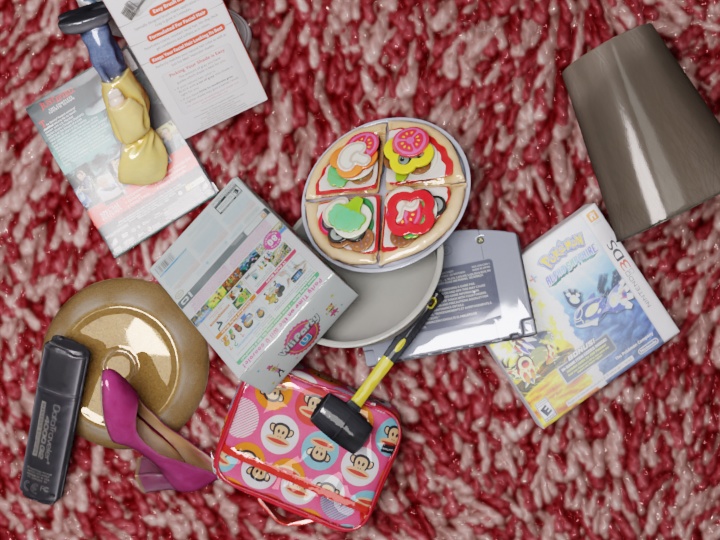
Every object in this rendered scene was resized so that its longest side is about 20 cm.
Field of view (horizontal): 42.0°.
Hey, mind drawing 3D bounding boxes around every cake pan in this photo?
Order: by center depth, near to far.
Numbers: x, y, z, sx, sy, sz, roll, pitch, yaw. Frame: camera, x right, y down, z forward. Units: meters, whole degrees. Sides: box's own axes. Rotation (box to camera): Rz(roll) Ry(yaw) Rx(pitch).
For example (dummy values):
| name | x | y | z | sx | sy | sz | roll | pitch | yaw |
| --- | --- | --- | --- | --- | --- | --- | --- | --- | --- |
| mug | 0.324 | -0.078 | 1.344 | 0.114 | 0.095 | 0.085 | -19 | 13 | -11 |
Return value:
| name | x | y | z | sx | sy | sz | roll | pitch | yaw |
| --- | --- | --- | --- | --- | --- | --- | --- | --- | --- |
| cake pan | 0.000 | 0.000 | 1.045 | 0.197 | 0.037 | 0.203 | -9 | 59 | 15 |

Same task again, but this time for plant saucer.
| name | x | y | z | sx | sy | sz | roll | pitch | yaw |
| --- | --- | --- | --- | --- | --- | --- | --- | --- | --- |
| plant saucer | -0.277 | 0.110 | 1.087 | 0.197 | 0.035 | 0.203 | 0 | 91 | -1 |

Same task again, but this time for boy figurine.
| name | x | y | z | sx | sy | sz | roll | pitch | yaw |
| --- | --- | --- | --- | --- | --- | --- | --- | --- | --- |
| boy figurine | -0.266 | -0.189 | 1.027 | 0.064 | 0.125 | 0.202 | -18 | 123 | -9 |

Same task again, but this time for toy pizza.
| name | x | y | z | sx | sy | sz | roll | pitch | yaw |
| --- | --- | --- | --- | --- | --- | --- | --- | --- | --- |
| toy pizza | 0.024 | -0.092 | 1.044 | 0.197 | 0.032 | 0.203 | -8 | 61 | 15 |

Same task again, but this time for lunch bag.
| name | x | y | z | sx | sy | sz | roll | pitch | yaw |
| --- | --- | --- | --- | --- | --- | --- | --- | --- | --- |
| lunch bag | -0.065 | 0.207 | 1.077 | 0.198 | 0.082 | 0.178 | 22 | 95 | -2 |

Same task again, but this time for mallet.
| name | x | y | z | sx | sy | sz | roll | pitch | yaw |
| --- | --- | --- | --- | --- | --- | --- | --- | --- | --- |
| mallet | 0.033 | 0.110 | 1.024 | 0.066 | 0.041 | 0.200 | 45 | 80 | -3 |

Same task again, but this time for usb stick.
| name | x | y | z | sx | sy | sz | roll | pitch | yaw |
| --- | --- | --- | --- | --- | --- | --- | --- | --- | --- |
| usb stick | -0.347 | 0.171 | 1.062 | 0.055 | 0.033 | 0.202 | 17 | 107 | 6 |

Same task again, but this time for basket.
| name | x | y | z | sx | sy | sz | roll | pitch | yaw |
| --- | --- | --- | --- | --- | --- | --- | --- | --- | --- |
| basket | 0.322 | -0.161 | 1.055 | 0.179 | 0.136 | 0.202 | -25 | 87 | -17 |

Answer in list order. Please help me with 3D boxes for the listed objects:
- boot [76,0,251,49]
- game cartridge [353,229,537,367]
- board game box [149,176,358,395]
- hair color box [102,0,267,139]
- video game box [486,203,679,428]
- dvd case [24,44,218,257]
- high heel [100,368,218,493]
| name | x | y | z | sx | sy | sz | roll | pitch | yaw |
| --- | --- | --- | --- | --- | --- | --- | --- | --- | --- |
| boot | -0.223 | -0.284 | 1.051 | 0.197 | 0.096 | 0.075 | 10 | 91 | -2 |
| game cartridge | 0.091 | 0.026 | 1.065 | 0.197 | 0.042 | 0.135 | -12 | 74 | 15 |
| board game box | -0.120 | 0.012 | 1.024 | 0.148 | 0.064 | 0.200 | -47 | 53 | 1 |
| hair color box | -0.189 | -0.252 | 1.009 | 0.110 | 0.201 | 0.064 | -25 | 49 | -1 |
| video game box | 0.241 | 0.052 | 1.097 | 0.199 | 0.047 | 0.183 | -35 | 89 | 0 |
| dvd case | -0.276 | -0.138 | 1.090 | 0.145 | 0.022 | 0.201 | -32 | 93 | -1 |
| high heel | -0.220 | 0.174 | 1.038 | 0.095 | 0.068 | 0.201 | -10 | 135 | 2 |
